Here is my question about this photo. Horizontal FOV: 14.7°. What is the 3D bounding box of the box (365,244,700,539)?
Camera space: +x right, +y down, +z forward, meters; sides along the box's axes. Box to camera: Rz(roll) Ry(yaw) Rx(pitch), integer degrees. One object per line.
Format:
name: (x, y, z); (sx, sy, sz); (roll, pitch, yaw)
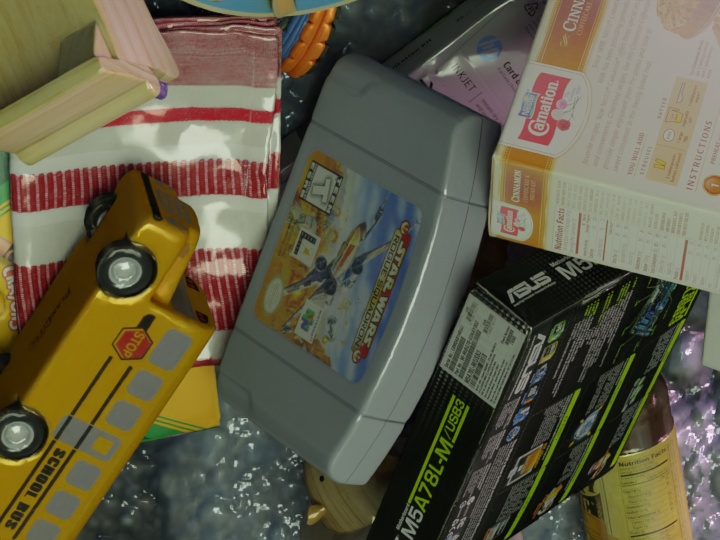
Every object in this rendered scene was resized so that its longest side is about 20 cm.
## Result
box: (0.100, 0.060, 1.478); (0.193, 0.047, 0.200); (-31, 150, -45)

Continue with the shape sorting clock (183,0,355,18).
shape sorting clock: (-0.024, -0.195, 1.363); (0.199, 0.039, 0.200); (-10, 138, -9)

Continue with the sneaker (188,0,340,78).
sneaker: (-0.037, -0.197, 1.448); (0.078, 0.075, 0.201); (10, 110, -14)

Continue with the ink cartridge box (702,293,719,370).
ink cartridge box: (0.310, -0.006, 1.514); (0.146, 0.200, 0.147); (-28, 128, -49)

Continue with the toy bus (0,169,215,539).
toy bus: (-0.140, 0.050, 1.454); (0.078, 0.065, 0.200); (27, 108, -23)

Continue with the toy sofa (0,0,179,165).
toy sofa: (-0.174, -0.158, 1.382); (0.083, 0.098, 0.201); (-27, 79, 17)

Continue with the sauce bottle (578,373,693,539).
sauce bottle: (0.153, 0.098, 1.633); (0.064, 0.065, 0.201); (-14, 115, -6)

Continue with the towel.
towel: (-0.111, -0.036, 1.466); (0.143, 0.023, 0.201); (-5, 115, -12)

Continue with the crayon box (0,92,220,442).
crayon box: (-0.146, -0.003, 1.517); (0.118, 0.058, 0.201); (-10, 116, -10)

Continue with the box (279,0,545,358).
box: (0.051, -0.048, 1.553); (0.200, 0.041, 0.156); (-37, 117, 6)

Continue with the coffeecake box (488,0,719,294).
coffeecake box: (0.179, -0.072, 1.393); (0.199, 0.154, 0.073); (15, 148, 10)

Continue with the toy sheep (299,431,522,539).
toy sheep: (0.033, 0.164, 1.595); (0.138, 0.138, 0.200); (-38, 117, 6)

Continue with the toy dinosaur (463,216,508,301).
toy dinosaur: (0.031, -0.017, 1.509); (0.200, 0.058, 0.101); (-37, 118, 5)

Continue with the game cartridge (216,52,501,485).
game cartridge: (0.000, 0.000, 1.433); (0.041, 0.133, 0.201); (14, 100, -35)
